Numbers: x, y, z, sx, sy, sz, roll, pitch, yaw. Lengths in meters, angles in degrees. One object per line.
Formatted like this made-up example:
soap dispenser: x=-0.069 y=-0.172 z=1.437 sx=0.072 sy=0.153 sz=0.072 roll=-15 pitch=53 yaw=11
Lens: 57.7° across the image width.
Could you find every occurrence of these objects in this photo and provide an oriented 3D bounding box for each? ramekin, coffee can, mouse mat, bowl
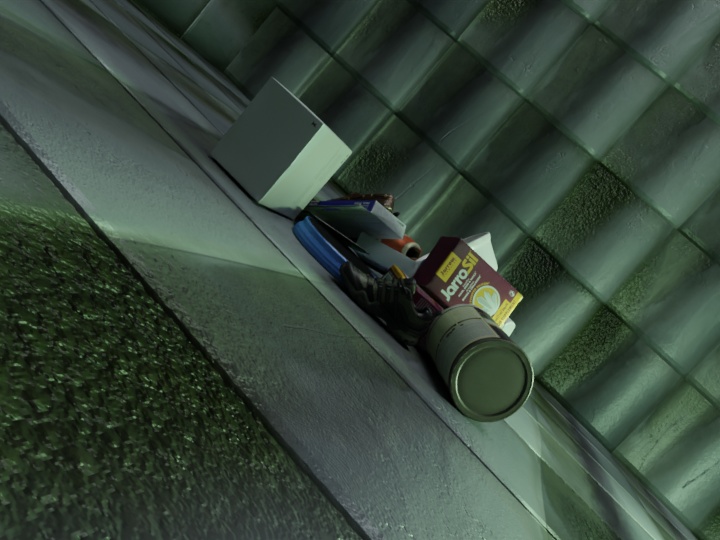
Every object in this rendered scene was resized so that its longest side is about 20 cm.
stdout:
ramekin: x=0.242 y=-0.014 z=1.621 sx=0.200 sy=0.198 sz=0.099 roll=-54 pitch=121 yaw=-83
coffee can: x=0.207 y=0.159 z=1.177 sx=0.146 sy=0.147 sz=0.200 roll=41 pitch=7 yaw=-14
mouse mat: x=-0.067 y=-0.088 z=1.430 sx=0.160 sy=0.008 sz=0.200 roll=34 pitch=-4 yaw=-18
bowl: x=-0.049 y=-0.032 z=1.301 sx=0.200 sy=0.039 sz=0.201 roll=43 pitch=7 yaw=-6

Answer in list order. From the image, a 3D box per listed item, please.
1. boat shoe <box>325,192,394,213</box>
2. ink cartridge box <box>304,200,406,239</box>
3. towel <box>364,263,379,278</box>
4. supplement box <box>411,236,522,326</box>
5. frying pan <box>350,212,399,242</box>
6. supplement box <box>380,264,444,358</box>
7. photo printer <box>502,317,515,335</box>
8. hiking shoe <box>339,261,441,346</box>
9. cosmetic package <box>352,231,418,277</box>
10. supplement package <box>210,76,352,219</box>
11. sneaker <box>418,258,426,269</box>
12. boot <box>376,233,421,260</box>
boat shoe: x=-0.008 y=-0.156 z=1.605 sx=0.197 sy=0.071 sz=0.070 roll=5 pitch=-19 yaw=24
ink cartridge box: x=-0.024 y=-0.127 z=1.508 sx=0.197 sy=0.041 sz=0.199 roll=4 pitch=-16 yaw=34
towel: x=0.000 y=0.000 z=1.472 sx=0.200 sy=0.024 sz=0.144 roll=46 pitch=7 yaw=35
supplement box: x=0.225 y=0.039 z=1.396 sx=0.199 sy=0.132 sz=0.103 roll=40 pitch=-7 yaw=-16
frying pan: x=0.030 y=-0.095 z=1.669 sx=0.115 sy=0.187 sz=0.031 roll=41 pitch=43 yaw=-59
supplement box: x=0.118 y=0.093 z=1.312 sx=0.200 sy=0.086 sz=0.110 roll=41 pitch=6 yaw=-13
photo printer: x=0.281 y=0.136 z=1.672 sx=0.069 sy=0.168 sz=0.200 roll=10 pitch=29 yaw=-42
hiking shoe: x=0.052 y=0.040 z=1.191 sx=0.200 sy=0.101 sz=0.076 roll=42 pitch=6 yaw=-8
cosmetic package: x=0.068 y=-0.018 z=1.586 sx=0.149 sy=0.052 sz=0.200 roll=28 pitch=-5 yaw=12
supplement package: x=-0.150 y=-0.232 z=1.287 sx=0.147 sy=0.192 sz=0.200 roll=43 pitch=6 yaw=14
sneaker: x=0.190 y=0.065 z=1.491 sx=0.199 sy=0.081 sz=0.115 roll=45 pitch=30 yaw=8
boot: x=0.115 y=-0.049 z=1.652 sx=0.107 sy=0.076 sz=0.199 roll=31 pitch=4 yaw=27
